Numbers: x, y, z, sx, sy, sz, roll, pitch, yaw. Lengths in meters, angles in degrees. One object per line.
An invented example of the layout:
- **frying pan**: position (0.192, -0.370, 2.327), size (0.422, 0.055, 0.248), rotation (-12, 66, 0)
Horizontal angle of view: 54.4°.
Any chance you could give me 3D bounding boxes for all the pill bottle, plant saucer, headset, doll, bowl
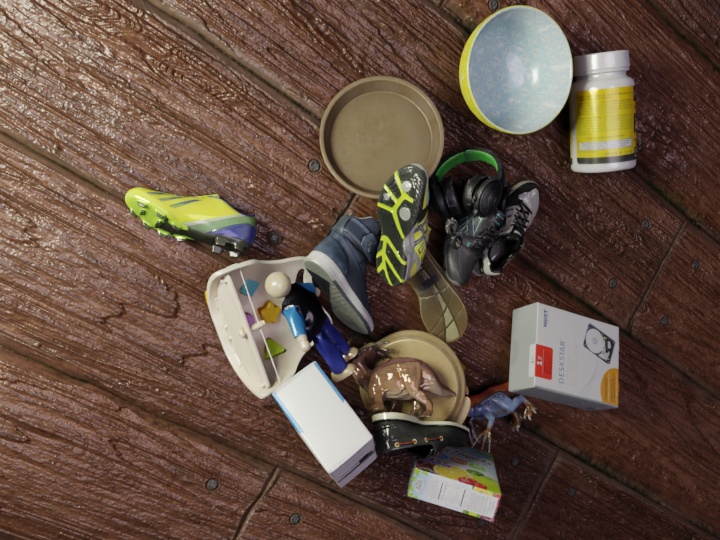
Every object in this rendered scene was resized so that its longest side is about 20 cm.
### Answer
- **pill bottle**: position (0.428, -0.280, 1.242), size (0.113, 0.114, 0.202), rotation (-10, 103, -19)
- **plant saucer**: position (0.034, -0.209, 1.112), size (0.198, 0.029, 0.202), rotation (0, 82, -1)
- **headset**: position (0.165, -0.126, 1.137), size (0.094, 0.122, 0.202), rotation (55, 40, -50)
- **doll**: position (-0.076, 0.080, 1.069), size (0.048, 0.137, 0.201), rotation (-25, 117, 23)
- **bowl**: position (0.240, -0.326, 1.165), size (0.198, 0.108, 0.202), rotation (-3, 100, -20)

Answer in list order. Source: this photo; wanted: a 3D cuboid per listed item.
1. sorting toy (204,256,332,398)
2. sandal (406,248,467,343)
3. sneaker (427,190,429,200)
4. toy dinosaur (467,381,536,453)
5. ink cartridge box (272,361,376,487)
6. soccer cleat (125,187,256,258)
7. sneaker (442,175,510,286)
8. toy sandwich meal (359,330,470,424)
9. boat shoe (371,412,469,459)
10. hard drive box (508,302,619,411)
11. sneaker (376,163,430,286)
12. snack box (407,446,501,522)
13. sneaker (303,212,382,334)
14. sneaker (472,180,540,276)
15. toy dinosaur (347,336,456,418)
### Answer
- **sorting toy**: position (-0.132, 0.066, 1.102), size (0.179, 0.107, 0.202), rotation (-24, 102, -30)
- **sandal**: position (0.125, 0.031, 1.212), size (0.080, 0.054, 0.201), rotation (-28, 97, 20)
- **sneaker**: position (0.088, -0.151, 1.152), size (0.073, 0.082, 0.202), rotation (-4, 101, -21)
- **toy dinosaur**: position (0.221, 0.253, 1.297), size (0.180, 0.105, 0.202), rotation (17, 59, -13)
- **ink cartridge box**: position (-0.050, 0.243, 1.083), size (0.084, 0.200, 0.145), rotation (-36, 70, -12)
- **soccer cleat**: position (-0.252, -0.086, 1.055), size (0.199, 0.065, 0.084), rotation (21, 62, -19)
- **sneaker**: position (0.197, -0.070, 1.184), size (0.075, 0.079, 0.202), rotation (27, 75, -46)
- **toy sandwich meal**: position (0.098, 0.198, 1.212), size (0.203, 0.070, 0.208), rotation (0, 92, 12)
- **boat shoe**: position (0.098, 0.267, 1.106), size (0.200, 0.073, 0.064), rotation (17, 59, -40)
- **hard drive box**: position (0.377, 0.163, 1.292), size (0.198, 0.077, 0.157), rotation (15, 70, -23)
- **sneaker**: position (0.072, -0.076, 1.089), size (0.076, 0.075, 0.202), rotation (-27, 138, -44)
- **snack box**: position (0.155, 0.341, 1.177), size (0.141, 0.200, 0.053), rotation (17, 95, 6)
- **sneaker**: position (0.001, 0.000, 1.148), size (0.147, 0.076, 0.203), rotation (-55, 138, -27)
- **sneaker**: position (0.269, -0.069, 1.233), size (0.075, 0.088, 0.201), rotation (36, 84, -20)
- **toy dinosaur**: position (0.058, 0.172, 1.143), size (0.198, 0.086, 0.137), rotation (-2, 77, 3)
